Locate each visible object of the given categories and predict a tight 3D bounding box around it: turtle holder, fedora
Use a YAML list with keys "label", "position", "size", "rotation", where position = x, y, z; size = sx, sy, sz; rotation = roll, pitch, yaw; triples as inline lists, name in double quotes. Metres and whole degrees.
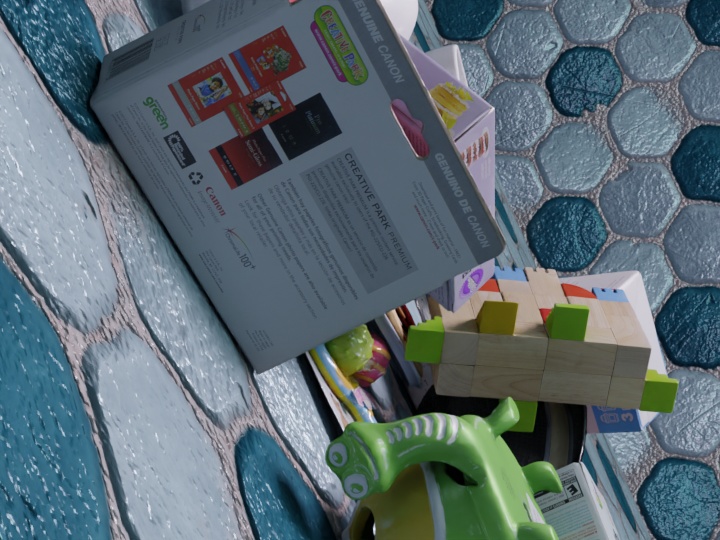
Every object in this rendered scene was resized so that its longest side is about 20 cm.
- label: "turtle holder"
  position: [0.056, 0.164, 1.010]
  size: [0.142, 0.131, 0.185]
  rotation: [69, 12, 21]
- label: "fedora"
  position: [0.089, 0.140, 1.265]
  size: [0.091, 0.201, 0.201]
  rotation: [28, 24, -19]

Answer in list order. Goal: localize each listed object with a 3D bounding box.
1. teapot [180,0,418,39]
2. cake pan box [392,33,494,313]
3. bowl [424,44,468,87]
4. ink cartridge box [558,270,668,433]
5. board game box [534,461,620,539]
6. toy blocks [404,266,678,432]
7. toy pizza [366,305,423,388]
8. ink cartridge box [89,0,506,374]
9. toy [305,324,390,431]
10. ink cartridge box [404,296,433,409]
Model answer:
- label: "teapot"
  position: [-0.062, -0.184, 1.242]
  size: [0.199, 0.147, 0.197]
  rotation: [19, 19, -41]
- label: "cake pan box"
  position: [0.011, -0.084, 1.104]
  size: [0.184, 0.052, 0.201]
  rotation: [43, -20, 27]
- label: "bowl"
  position: [0.070, -0.084, 1.470]
  size: [0.200, 0.074, 0.202]
  rotation: [45, 38, -77]
- label: "ink cartridge box"
  position: [0.145, 0.073, 1.374]
  size: [0.068, 0.199, 0.116]
  rotation: [-33, 110, -49]
- label: "board game box"
  position: [0.118, 0.247, 1.088]
  size: [0.064, 0.146, 0.201]
  rotation: [55, 14, -52]
- label: "toy blocks"
  position: [0.126, 0.043, 1.236]
  size: [0.137, 0.198, 0.101]
  rotation: [-97, -167, -66]
- label: "toy pizza"
  position: [0.000, 0.000, 1.267]
  size: [0.201, 0.032, 0.200]
  rotation: [58, -3, 6]
- label: "ink cartridge box"
  position: [-0.032, -0.068, 0.984]
  size: [0.201, 0.174, 0.084]
  rotation: [61, 12, -25]
- label: "toy"
  position: [-0.004, 0.066, 1.178]
  size: [0.115, 0.047, 0.202]
  rotation: [31, 36, -76]
- label: "ink cartridge box"
  position: [0.064, 0.066, 1.542]
  size: [0.178, 0.044, 0.200]
  rotation: [66, 9, 4]
